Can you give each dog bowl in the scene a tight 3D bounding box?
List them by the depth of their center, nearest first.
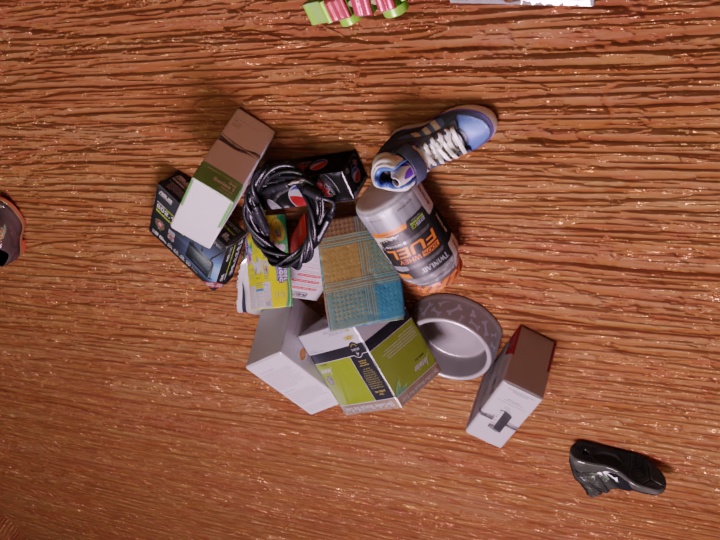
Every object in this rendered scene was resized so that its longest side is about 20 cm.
[{"bbox_3d":[0.181,0.138,1.625,0.198,0.059,0.201,14,137,14],"label":"dog bowl"}]

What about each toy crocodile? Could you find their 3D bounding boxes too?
[{"bbox_3d":[0.002,-0.392,1.186,0.199,0.062,0.068,-2,131,30],"label":"toy crocodile"}]

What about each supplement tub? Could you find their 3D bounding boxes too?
[{"bbox_3d":[0.090,-0.065,1.421,0.122,0.123,0.200,-14,124,37],"label":"supplement tub"}]

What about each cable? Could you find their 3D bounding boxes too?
[{"bbox_3d":[-0.139,-0.089,1.442,0.162,0.051,0.201,32,127,2],"label":"cable"}]

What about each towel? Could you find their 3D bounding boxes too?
[{"bbox_3d":[0.000,0.000,1.485,0.145,0.022,0.202,-8,92,-7],"label":"towel"}]

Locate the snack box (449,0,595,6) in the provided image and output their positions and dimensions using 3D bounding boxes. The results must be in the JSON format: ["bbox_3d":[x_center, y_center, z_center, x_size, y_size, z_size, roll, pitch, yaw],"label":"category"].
[{"bbox_3d":[0.215,-0.394,1.098,0.198,0.024,0.072,9,134,21],"label":"snack box"}]

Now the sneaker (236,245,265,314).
[{"bbox_3d":[-0.215,0.021,1.717,0.080,0.077,0.201,13,144,4],"label":"sneaker"}]

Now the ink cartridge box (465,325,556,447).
[{"bbox_3d":[0.290,0.229,1.592,0.083,0.145,0.201,26,139,2],"label":"ink cartridge box"}]

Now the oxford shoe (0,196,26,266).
[{"bbox_3d":[-0.834,-0.088,1.924,0.071,0.073,0.201,21,138,9],"label":"oxford shoe"}]

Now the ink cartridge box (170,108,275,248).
[{"bbox_3d":[-0.240,-0.163,1.441,0.084,0.201,0.146,30,140,-8],"label":"ink cartridge box"}]

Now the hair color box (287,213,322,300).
[{"bbox_3d":[-0.096,-0.022,1.581,0.101,0.062,0.200,9,143,-23],"label":"hair color box"}]

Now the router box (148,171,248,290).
[{"bbox_3d":[-0.327,-0.077,1.635,0.200,0.062,0.150,41,139,11],"label":"router box"}]

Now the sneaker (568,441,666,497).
[{"bbox_3d":[0.536,0.434,1.723,0.198,0.076,0.115,12,138,21],"label":"sneaker"}]

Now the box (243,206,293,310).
[{"bbox_3d":[-0.180,-0.027,1.572,0.117,0.048,0.202,-8,89,60],"label":"box"}]

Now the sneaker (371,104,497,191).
[{"bbox_3d":[0.108,-0.177,1.280,0.199,0.147,0.081,-8,128,34],"label":"sneaker"}]

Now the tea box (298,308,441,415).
[{"bbox_3d":[0.016,0.165,1.621,0.199,0.133,0.198,-20,102,53],"label":"tea box"}]

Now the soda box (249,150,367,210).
[{"bbox_3d":[-0.093,-0.159,1.461,0.199,0.071,0.064,-3,129,30],"label":"soda box"}]

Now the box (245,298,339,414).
[{"bbox_3d":[-0.122,0.179,1.724,0.106,0.153,0.200,-26,127,34],"label":"box"}]
